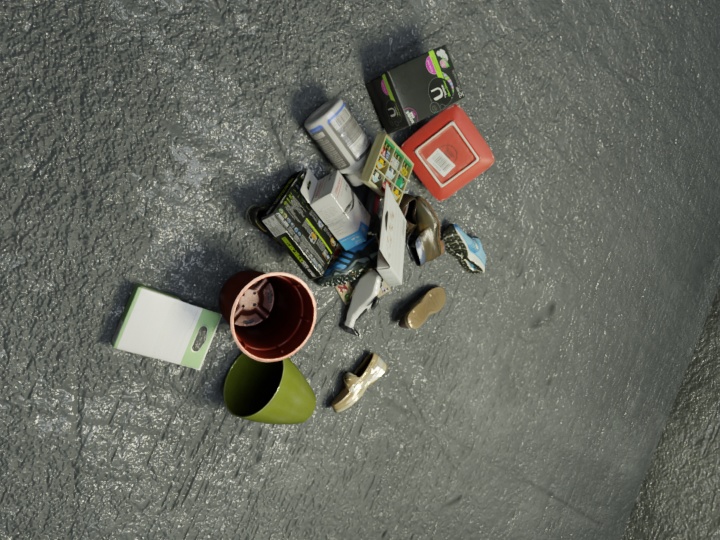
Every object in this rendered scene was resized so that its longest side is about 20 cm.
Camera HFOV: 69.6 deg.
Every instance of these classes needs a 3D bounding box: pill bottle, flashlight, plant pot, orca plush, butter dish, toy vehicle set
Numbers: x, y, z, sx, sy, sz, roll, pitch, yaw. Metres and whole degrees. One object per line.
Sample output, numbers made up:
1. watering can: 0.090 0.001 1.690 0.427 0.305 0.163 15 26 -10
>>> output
1. pill bottle: -0.040 -0.318 1.302 0.114 0.114 0.200 -47 119 -15
2. flashlight: 0.046 -0.201 1.405 0.068 0.067 0.201 -5 107 -67
3. plant pot: -0.206 0.307 1.300 0.188 0.187 0.200 -56 135 -10
4. plant pot: -0.235 0.087 1.214 0.200 0.195 0.202 -6 103 -30
5. orca plush: 0.021 0.085 1.416 0.071 0.105 0.201 0 109 -49
6. butter dish: 0.239 -0.336 1.452 0.199 0.148 0.200 -36 106 18
7. toy vehicle set: 0.072 -0.254 1.329 0.200 0.026 0.125 22 87 -62

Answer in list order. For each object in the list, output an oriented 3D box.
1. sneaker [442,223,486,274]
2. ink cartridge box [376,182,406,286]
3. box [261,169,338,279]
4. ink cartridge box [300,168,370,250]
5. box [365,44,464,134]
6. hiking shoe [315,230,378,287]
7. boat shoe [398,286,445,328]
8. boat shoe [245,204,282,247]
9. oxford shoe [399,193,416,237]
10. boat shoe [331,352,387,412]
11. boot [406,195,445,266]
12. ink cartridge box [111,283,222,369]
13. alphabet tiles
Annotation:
1. sneaker: 0.324 -0.078 1.600 0.200 0.078 0.090 47 56 -32
2. ink cartridge box: 0.067 -0.088 1.299 0.174 0.043 0.201 53 37 -52
3. box: -0.133 -0.113 1.269 0.200 0.047 0.194 53 35 -27
4. ink cartridge box: -0.058 -0.166 1.298 0.200 0.068 0.116 51 29 -30
5. box: 0.145 -0.474 1.367 0.199 0.124 0.149 -31 105 -21
6. hiking shoe: -0.033 -0.023 1.368 0.199 0.087 0.074 -25 157 11
7. boat shoe: 0.183 0.110 1.544 0.200 0.065 0.072 -38 109 -40
8. boat shoe: -0.190 -0.097 1.284 0.201 0.060 0.072 28 84 -31
9. oxford shoe: 0.110 -0.115 1.443 0.072 0.084 0.201 3 101 -43
10. boat shoe: -0.015 0.312 1.466 0.200 0.074 0.069 -43 105 -18
11. boot: 0.176 -0.108 1.492 0.097 0.075 0.201 -36 117 -23
12. ink cartridge box: -0.440 0.131 1.186 0.199 0.048 0.146 24 87 -32
13. alphabet tiles: 0.000 0.000 1.419 0.166 0.006 0.201 -30 114 -4
